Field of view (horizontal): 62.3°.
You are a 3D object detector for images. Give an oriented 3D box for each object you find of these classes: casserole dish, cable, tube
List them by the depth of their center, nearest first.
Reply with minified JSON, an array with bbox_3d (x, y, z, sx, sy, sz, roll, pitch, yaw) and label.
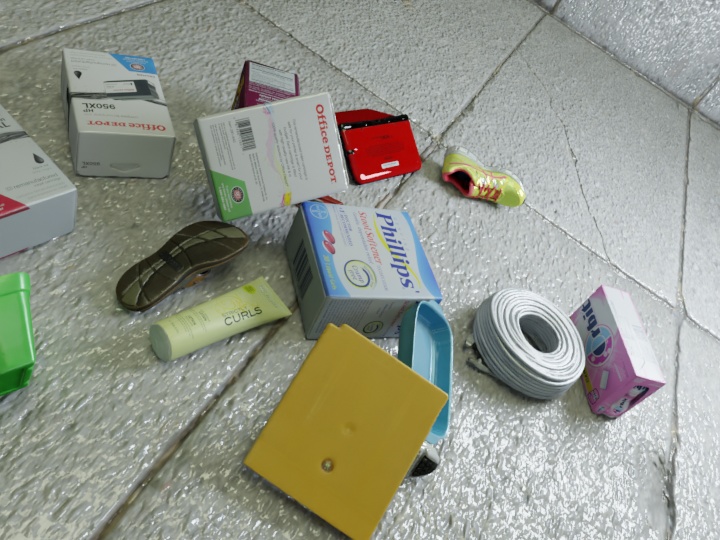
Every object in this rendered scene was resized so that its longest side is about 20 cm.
[{"bbox_3d":[-0.186,0.061,0.804,0.198,0.051,0.059,-22,104,-46],"label":"tube"},{"bbox_3d":[0.089,0.141,0.843,0.121,0.038,0.204,39,48,-45],"label":"casserole dish"},{"bbox_3d":[0.284,0.116,1.004,0.198,0.070,0.201,32,43,0],"label":"cable"}]

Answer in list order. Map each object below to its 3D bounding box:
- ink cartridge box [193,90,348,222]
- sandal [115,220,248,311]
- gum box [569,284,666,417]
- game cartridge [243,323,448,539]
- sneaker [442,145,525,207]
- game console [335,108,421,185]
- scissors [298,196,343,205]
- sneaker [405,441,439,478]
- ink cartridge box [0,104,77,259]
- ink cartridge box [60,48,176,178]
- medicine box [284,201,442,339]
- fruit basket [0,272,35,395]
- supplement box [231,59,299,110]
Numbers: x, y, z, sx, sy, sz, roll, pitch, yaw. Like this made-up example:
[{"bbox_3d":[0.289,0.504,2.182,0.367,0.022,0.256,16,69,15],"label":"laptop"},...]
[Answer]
[{"bbox_3d":[-0.131,-0.170,0.885,0.196,0.148,0.084,-17,15,-16],"label":"ink cartridge box"},{"bbox_3d":[-0.244,-0.003,0.829,0.081,0.055,0.200,38,57,16],"label":"sandal"},{"bbox_3d":[0.437,0.143,1.035,0.065,0.114,0.203,14,45,-16],"label":"gum box"},{"bbox_3d":[-0.015,0.188,0.713,0.175,0.032,0.202,34,78,0],"label":"game cartridge"},{"bbox_3d":[0.255,-0.179,1.263,0.197,0.079,0.091,27,51,3],"label":"sneaker"},{"bbox_3d":[0.006,-0.261,1.228,0.198,0.118,0.176,-20,93,-40],"label":"game console"},{"bbox_3d":[-0.031,-0.106,1.070,0.197,0.014,0.074,27,41,-8],"label":"scissors"},{"bbox_3d":[0.016,0.202,0.777,0.197,0.076,0.082,27,34,-6],"label":"sneaker"},{"bbox_3d":[-0.488,-0.119,0.765,0.200,0.084,0.145,44,44,12],"label":"ink cartridge box"},{"bbox_3d":[-0.386,-0.249,0.942,0.142,0.085,0.203,-4,54,-32],"label":"ink cartridge box"},{"bbox_3d":[0.000,0.000,0.924,0.196,0.104,0.185,2,50,-27],"label":"medicine box"},{"bbox_3d":[-0.443,0.039,0.593,0.212,0.155,0.220,17,57,-27],"label":"fruit basket"},{"bbox_3d":[-0.168,-0.243,1.028,0.101,0.132,0.203,10,46,-21],"label":"supplement box"}]
